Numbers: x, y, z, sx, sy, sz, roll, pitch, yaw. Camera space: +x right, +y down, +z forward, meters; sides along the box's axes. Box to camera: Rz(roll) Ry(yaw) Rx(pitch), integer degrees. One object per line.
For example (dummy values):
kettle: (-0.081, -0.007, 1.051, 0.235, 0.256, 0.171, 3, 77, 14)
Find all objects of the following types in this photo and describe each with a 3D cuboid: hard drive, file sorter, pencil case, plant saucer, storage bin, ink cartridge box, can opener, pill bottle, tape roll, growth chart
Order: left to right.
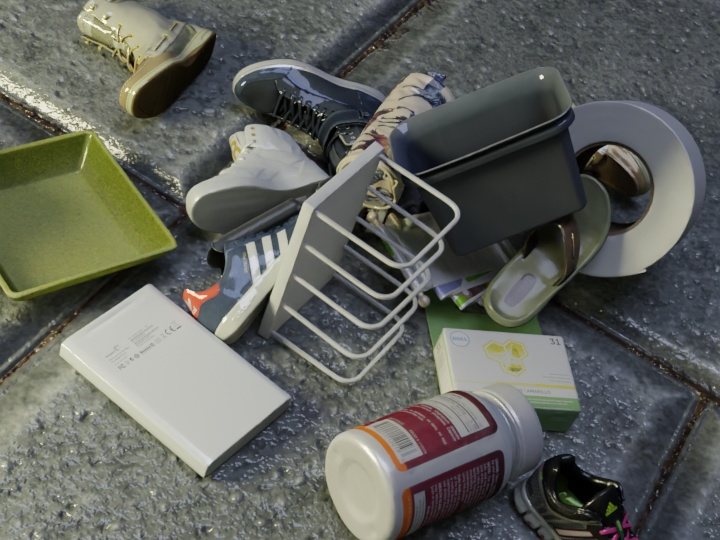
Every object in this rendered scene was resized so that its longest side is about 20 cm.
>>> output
plant saucer: (-0.331, -0.051, 1.509, 0.199, 0.048, 0.200, -19, 56, -35)
hard drive: (-0.186, 0.107, 1.424, 0.200, 0.026, 0.132, 37, 46, 16)
can opener: (-0.077, -0.044, 1.604, 0.199, 0.067, 0.053, -30, 63, -25)
file sorter: (0.000, 0.000, 1.475, 0.124, 0.200, 0.139, 35, 45, 12)
pencil case: (0.046, -0.151, 1.634, 0.089, 0.078, 0.200, 3, 39, 29)
pill bottle: (0.075, 0.184, 1.384, 0.199, 0.114, 0.114, -16, 55, -33)
growth chart: (0.111, -0.016, 1.614, 0.199, 0.018, 0.145, -9, 64, -42)
storage bin: (0.147, -0.115, 1.542, 0.199, 0.135, 0.146, -20, 32, 8)
ink cartridge box: (0.152, 0.083, 1.562, 0.145, 0.048, 0.201, 5, 48, -15)
tape roll: (0.298, -0.099, 1.655, 0.202, 0.203, 0.139, 32, 16, 12)

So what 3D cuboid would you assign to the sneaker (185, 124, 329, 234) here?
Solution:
sneaker: (-0.137, -0.110, 1.629, 0.199, 0.074, 0.116, -10, 49, -41)

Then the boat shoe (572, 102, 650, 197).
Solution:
boat shoe: (0.288, -0.156, 1.838, 0.066, 0.074, 0.200, -36, 64, -28)

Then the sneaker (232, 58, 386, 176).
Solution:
sneaker: (-0.058, -0.180, 1.718, 0.201, 0.077, 0.147, 11, 42, -12)

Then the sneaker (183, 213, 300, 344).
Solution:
sneaker: (-0.111, -0.019, 1.508, 0.084, 0.075, 0.200, 37, 62, 6)

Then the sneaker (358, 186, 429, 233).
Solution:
sneaker: (0.066, -0.100, 1.700, 0.090, 0.067, 0.201, 25, 45, -3)

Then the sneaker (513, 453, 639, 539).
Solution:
sneaker: (0.240, 0.258, 1.392, 0.074, 0.088, 0.200, -28, 62, -39)

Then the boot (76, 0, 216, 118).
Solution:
boot: (-0.284, -0.269, 1.725, 0.154, 0.072, 0.200, 27, 39, 6)

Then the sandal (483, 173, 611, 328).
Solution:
sandal: (0.213, -0.022, 1.560, 0.080, 0.057, 0.201, 33, 75, 15)
